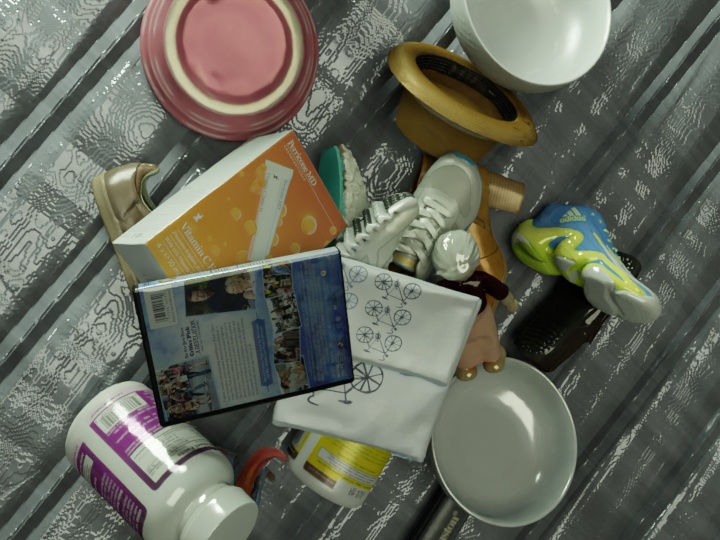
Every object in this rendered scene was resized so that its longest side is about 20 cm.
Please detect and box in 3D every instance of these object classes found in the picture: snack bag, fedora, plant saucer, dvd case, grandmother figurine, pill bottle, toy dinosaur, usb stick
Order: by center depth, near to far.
[{"bbox_3d":[-0.107,0.064,0.734,0.198,0.018,0.144,-11,110,-15],"label":"dvd case"},{"bbox_3d":[-0.202,0.213,0.785,0.199,0.112,0.113,33,86,26],"label":"pill bottle"},{"bbox_3d":[0.013,0.097,0.799,0.186,0.021,0.202,17,101,-14],"label":"snack bag"},{"bbox_3d":[-0.139,-0.245,0.832,0.198,0.051,0.203,-2,97,-16],"label":"plant saucer"},{"bbox_3d":[-0.176,0.287,0.837,0.104,0.200,0.183,27,57,-1],"label":"toy dinosaur"},{"bbox_3d":[0.116,0.040,0.858,0.120,0.061,0.201,-21,130,-7],"label":"grandmother figurine"},{"bbox_3d":[0.105,-0.180,0.869,0.199,0.202,0.082,22,125,-17],"label":"fedora"},{"bbox_3d":[0.004,0.163,0.886,0.109,0.109,0.201,32,88,-16],"label":"pill bottle"},{"bbox_3d":[0.093,0.340,0.970,0.055,0.033,0.201,34,86,-15],"label":"usb stick"}]

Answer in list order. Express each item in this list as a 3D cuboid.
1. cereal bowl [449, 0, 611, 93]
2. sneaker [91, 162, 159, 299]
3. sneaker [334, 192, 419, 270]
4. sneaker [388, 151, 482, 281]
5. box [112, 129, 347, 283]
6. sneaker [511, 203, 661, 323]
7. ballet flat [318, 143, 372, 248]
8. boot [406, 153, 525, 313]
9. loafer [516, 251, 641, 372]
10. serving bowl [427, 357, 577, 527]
[{"bbox_3d":[0.189,-0.302,0.890,0.197,0.083,0.203,2,84,-18],"label":"cereal bowl"},{"bbox_3d":[-0.220,-0.018,0.822,0.075,0.070,0.202,-22,101,-6],"label":"sneaker"},{"bbox_3d":[0.000,0.000,0.820,0.081,0.075,0.200,39,108,-12],"label":"sneaker"},{"bbox_3d":[0.072,-0.038,0.854,0.076,0.081,0.201,31,117,7],"label":"sneaker"},{"bbox_3d":[-0.132,-0.038,0.795,0.200,0.097,0.125,-43,116,-27],"label":"box"},{"bbox_3d":[0.288,-0.023,0.924,0.199,0.076,0.105,33,70,22],"label":"sneaker"},{"bbox_3d":[-0.017,-0.045,0.886,0.071,0.072,0.203,1,101,-15],"label":"ballet flat"},{"bbox_3d":[0.109,-0.032,0.923,0.142,0.071,0.204,11,99,-5],"label":"boot"},{"bbox_3d":[0.281,0.053,0.979,0.199,0.073,0.072,-39,134,-9],"label":"loafer"},{"bbox_3d":[0.167,0.212,0.945,0.197,0.066,0.203,5,74,-17],"label":"serving bowl"}]
